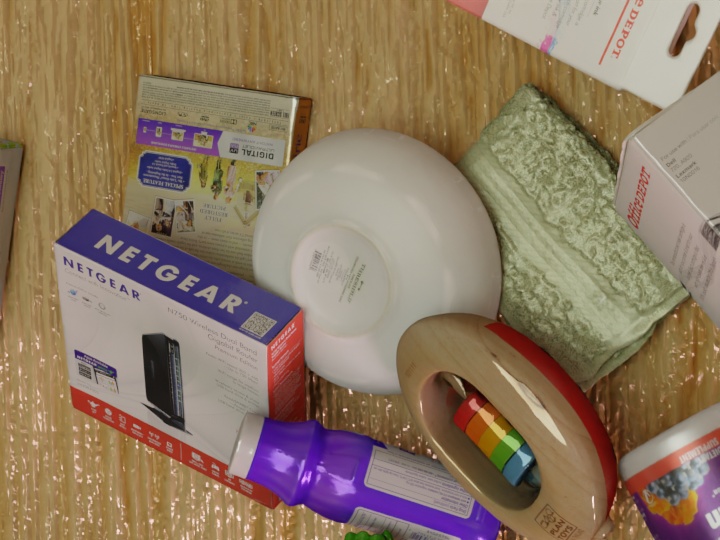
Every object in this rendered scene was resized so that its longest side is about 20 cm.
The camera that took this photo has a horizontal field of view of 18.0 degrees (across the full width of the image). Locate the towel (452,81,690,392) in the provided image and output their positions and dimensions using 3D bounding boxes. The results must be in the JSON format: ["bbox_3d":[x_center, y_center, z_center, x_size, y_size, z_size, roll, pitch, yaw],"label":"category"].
[{"bbox_3d":[0.141,-0.023,1.638,0.148,0.036,0.200,-46,73,20],"label":"towel"}]

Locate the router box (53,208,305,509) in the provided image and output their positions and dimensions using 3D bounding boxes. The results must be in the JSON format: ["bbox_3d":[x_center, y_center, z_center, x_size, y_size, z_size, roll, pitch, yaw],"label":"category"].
[{"bbox_3d":[-0.136,0.068,1.723,0.199,0.049,0.180,24,138,24],"label":"router box"}]

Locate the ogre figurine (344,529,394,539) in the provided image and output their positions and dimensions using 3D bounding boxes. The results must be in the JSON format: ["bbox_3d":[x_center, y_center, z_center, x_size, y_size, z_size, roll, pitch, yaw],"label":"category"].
[{"bbox_3d":[0.075,0.259,1.637,0.120,0.199,0.099,109,159,-46],"label":"ogre figurine"}]

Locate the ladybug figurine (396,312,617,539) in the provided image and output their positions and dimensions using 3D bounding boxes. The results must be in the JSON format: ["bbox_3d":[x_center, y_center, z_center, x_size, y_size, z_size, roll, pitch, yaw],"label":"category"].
[{"bbox_3d":[0.109,0.106,1.577,0.200,0.072,0.136,49,144,13],"label":"ladybug figurine"}]

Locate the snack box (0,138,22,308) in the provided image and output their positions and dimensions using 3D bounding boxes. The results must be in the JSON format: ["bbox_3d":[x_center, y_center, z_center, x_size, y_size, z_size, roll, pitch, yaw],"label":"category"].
[{"bbox_3d":[-0.362,-0.019,1.880,0.141,0.053,0.201,13,99,26],"label":"snack box"}]

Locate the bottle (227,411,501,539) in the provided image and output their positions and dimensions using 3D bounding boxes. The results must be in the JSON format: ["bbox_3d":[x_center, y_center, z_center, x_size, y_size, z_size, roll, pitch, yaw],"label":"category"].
[{"bbox_3d":[0.004,0.155,1.648,0.199,0.084,0.066,18,76,-4],"label":"bottle"}]

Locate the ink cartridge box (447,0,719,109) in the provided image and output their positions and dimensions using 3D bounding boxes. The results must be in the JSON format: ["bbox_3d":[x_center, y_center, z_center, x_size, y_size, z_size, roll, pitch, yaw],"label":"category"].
[{"bbox_3d":[0.170,-0.201,1.596,0.199,0.067,0.117,31,106,23],"label":"ink cartridge box"}]

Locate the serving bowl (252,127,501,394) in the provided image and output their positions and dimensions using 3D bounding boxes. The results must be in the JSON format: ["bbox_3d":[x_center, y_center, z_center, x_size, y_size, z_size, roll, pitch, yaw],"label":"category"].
[{"bbox_3d":[0.000,0.000,1.654,0.199,0.066,0.202,8,107,28],"label":"serving bowl"}]

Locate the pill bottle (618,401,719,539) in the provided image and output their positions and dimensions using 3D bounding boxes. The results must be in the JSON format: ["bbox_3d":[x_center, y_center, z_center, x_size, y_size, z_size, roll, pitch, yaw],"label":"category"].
[{"bbox_3d":[0.268,0.193,1.543,0.111,0.111,0.201,-33,78,24],"label":"pill bottle"}]

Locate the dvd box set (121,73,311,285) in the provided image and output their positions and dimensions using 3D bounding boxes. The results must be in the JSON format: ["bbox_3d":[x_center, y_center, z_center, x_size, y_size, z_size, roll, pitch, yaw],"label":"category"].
[{"bbox_3d":[-0.117,-0.045,1.768,0.145,0.029,0.202,9,96,25],"label":"dvd box set"}]

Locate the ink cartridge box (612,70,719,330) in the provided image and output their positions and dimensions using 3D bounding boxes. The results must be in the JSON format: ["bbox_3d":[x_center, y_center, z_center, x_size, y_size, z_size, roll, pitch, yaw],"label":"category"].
[{"bbox_3d":[0.265,-0.016,1.507,0.084,0.146,0.200,-36,75,-9],"label":"ink cartridge box"}]
